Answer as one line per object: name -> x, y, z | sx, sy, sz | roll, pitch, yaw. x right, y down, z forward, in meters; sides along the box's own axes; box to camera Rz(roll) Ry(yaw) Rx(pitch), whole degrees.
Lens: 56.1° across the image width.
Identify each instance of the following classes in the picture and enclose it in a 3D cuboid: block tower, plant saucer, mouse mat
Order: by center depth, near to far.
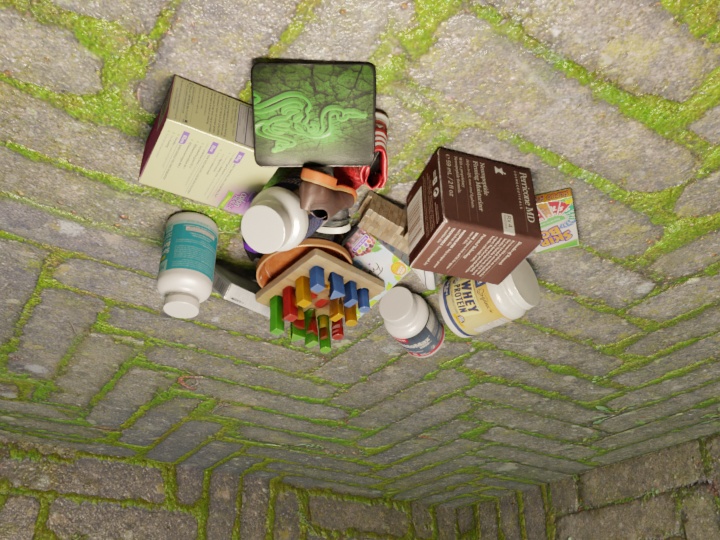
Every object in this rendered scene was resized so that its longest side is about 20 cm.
mouse mat -> -0.073, -0.245, 1.070 | 0.196, 0.008, 0.164 | -1, 110, -4
block tower -> 0.087, -0.078, 1.343 | 0.198, 0.058, 0.054 | 29, 133, -11
plant saucer -> -0.114, -0.006, 1.375 | 0.197, 0.033, 0.201 | -7, 147, -5

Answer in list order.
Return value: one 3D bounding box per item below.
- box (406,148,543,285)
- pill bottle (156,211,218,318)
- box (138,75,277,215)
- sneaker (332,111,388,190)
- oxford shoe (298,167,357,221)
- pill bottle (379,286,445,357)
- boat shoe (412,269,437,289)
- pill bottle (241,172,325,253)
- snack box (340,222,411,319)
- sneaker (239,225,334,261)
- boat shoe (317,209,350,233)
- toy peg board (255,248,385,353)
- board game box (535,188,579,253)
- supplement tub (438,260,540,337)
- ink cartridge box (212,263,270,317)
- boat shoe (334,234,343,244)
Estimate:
box -> 0.205, -0.097, 1.265 | 0.197, 0.168, 0.165 | 9, 147, -17
pill bottle -> -0.351, -0.009, 1.367 | 0.109, 0.203, 0.111 | 0, 149, 0
box -> -0.253, -0.205, 1.151 | 0.197, 0.098, 0.176 | 17, 144, -25
sneaker -> -0.005, -0.173, 1.185 | 0.077, 0.117, 0.201 | 7, 148, -12
oxford shoe -> -0.061, -0.123, 1.168 | 0.070, 0.074, 0.200 | 17, -178, 20
pill bottle -> 0.124, 0.126, 1.674 | 0.118, 0.121, 0.200 | -14, 146, 22
boat shoe -> 0.128, -0.036, 1.468 | 0.066, 0.074, 0.202 | 2, 137, 16
pill bottle -> -0.130, -0.100, 1.193 | 0.109, 0.200, 0.113 | 6, 111, 16
snack box -> 0.000, 0.000, 1.447 | 0.142, 0.053, 0.200 | 37, 126, -12
sneaker -> -0.148, -0.048, 1.394 | 0.196, 0.070, 0.101 | 2, 116, 11
boat shoe -> -0.114, -0.115, 1.336 | 0.196, 0.076, 0.061 | 3, 112, 12
toy peg board -> -0.079, 0.077, 1.381 | 0.198, 0.099, 0.198 | 25, 135, -38
board game box -> 0.401, -0.095, 1.409 | 0.094, 0.030, 0.200 | -11, 149, 17
supplement tub -> 0.292, 0.056, 1.538 | 0.143, 0.146, 0.199 | 27, 139, -37
ink cartridge box -> -0.250, 0.049, 1.505 | 0.198, 0.041, 0.199 | 27, -178, -36
boat shoe -> -0.123, -0.042, 1.455 | 0.198, 0.077, 0.074 | -25, 174, 21
